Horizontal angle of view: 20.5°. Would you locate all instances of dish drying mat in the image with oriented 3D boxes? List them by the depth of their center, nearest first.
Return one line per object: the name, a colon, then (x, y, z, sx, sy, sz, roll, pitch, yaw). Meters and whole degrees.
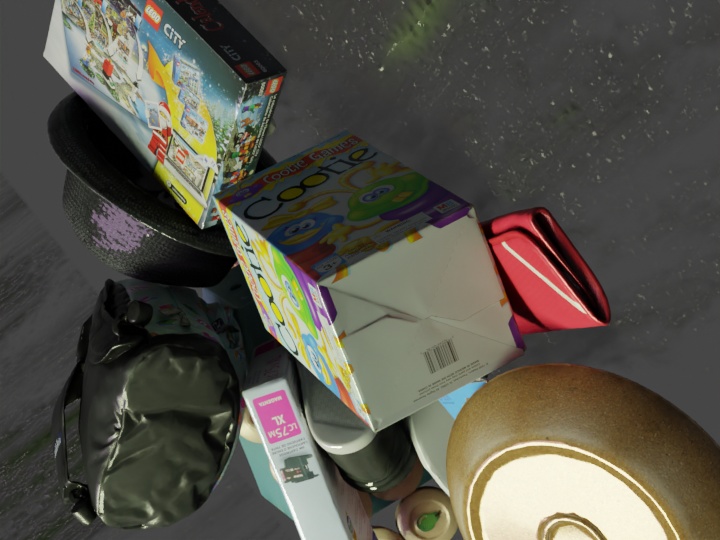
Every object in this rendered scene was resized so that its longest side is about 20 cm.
dish drying mat: (0.091, 0.004, 1.151, 0.077, 0.018, 0.200, 52, 168, -4)

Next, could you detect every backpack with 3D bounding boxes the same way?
backpack: (-0.150, 0.088, 1.466, 0.127, 0.167, 0.200, 18, -165, -17)

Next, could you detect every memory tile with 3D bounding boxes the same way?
memory tile: (0.009, 0.134, 1.530, 0.200, 0.153, 0.017, 53, -179, -12)

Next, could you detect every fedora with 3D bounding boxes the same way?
fedora: (-0.148, -0.050, 1.477, 0.201, 0.201, 0.092, 46, 125, 24)

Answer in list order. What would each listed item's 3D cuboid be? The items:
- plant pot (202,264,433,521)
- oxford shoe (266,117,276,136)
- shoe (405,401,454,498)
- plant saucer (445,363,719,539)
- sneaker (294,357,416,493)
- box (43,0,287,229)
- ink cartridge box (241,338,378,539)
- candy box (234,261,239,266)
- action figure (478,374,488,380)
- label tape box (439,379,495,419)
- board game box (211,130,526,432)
plant pot: (-0.035, 0.083, 1.602, 0.141, 0.141, 0.200, 27, 143, 64)
oxford shoe: (-0.128, -0.143, 1.455, 0.200, 0.058, 0.075, 39, 161, 41)
shoe: (0.090, 0.154, 1.474, 0.200, 0.071, 0.091, 53, 169, -9)
plant saucer: (0.129, 0.147, 1.134, 0.200, 0.035, 0.200, 18, 127, 26)
sneaker: (-0.007, 0.077, 1.461, 0.099, 0.071, 0.200, 66, -168, -46)
box: (-0.141, -0.145, 1.392, 0.200, 0.038, 0.137, 47, 137, 24)
ink cartridge box: (-0.031, 0.155, 1.459, 0.119, 0.042, 0.200, -84, -29, -77)
candy box: (-0.125, -0.075, 1.645, 0.115, 0.055, 0.200, 37, 162, 51)
action figure: (0.074, 0.085, 1.354, 0.200, 0.069, 0.130, 54, 176, 11)
label tape box: (0.140, 0.129, 1.227, 0.200, 0.063, 0.144, 53, 167, -5)
board game box: (0.000, 0.000, 1.210, 0.200, 0.105, 0.103, 36, 150, 63)
